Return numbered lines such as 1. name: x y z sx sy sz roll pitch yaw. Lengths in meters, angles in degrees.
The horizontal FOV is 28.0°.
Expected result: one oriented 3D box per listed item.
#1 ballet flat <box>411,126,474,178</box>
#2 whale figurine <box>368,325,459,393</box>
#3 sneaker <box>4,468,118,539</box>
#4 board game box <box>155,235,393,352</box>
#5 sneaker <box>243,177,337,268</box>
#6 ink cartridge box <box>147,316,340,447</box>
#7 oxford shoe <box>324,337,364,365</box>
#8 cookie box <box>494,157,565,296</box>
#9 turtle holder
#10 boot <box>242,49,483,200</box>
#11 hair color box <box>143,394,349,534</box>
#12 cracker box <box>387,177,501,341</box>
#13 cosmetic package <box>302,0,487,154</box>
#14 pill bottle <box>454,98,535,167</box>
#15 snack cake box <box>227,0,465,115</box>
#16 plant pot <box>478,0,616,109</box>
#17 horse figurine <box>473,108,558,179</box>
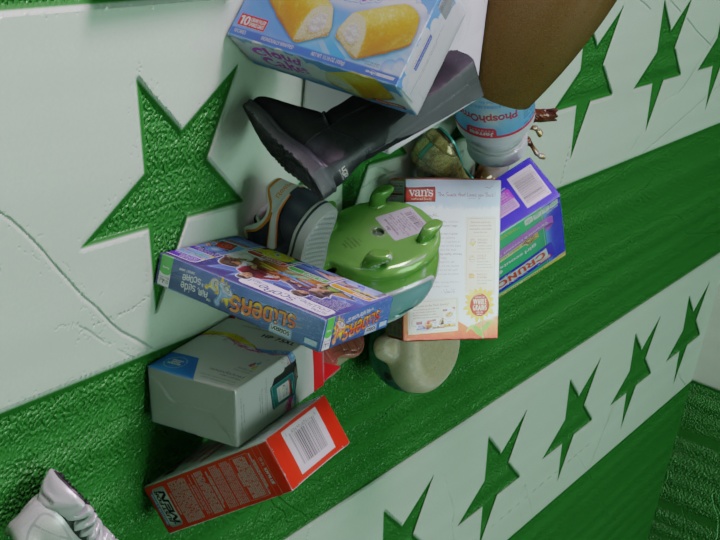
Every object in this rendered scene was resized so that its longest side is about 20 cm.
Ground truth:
1. ballet flat: 0.112 -0.123 1.887 0.071 0.070 0.200 -64 155 -10
2. whale figurine: 0.050 0.063 1.880 0.159 0.103 0.201 -43 120 -39
3. sneaker: -0.281 0.269 1.399 0.081 0.075 0.201 -45 145 -16
4. board game box: -0.085 0.019 1.436 0.135 0.199 0.035 -15 122 -58
5. sneaker: -0.082 -0.025 1.563 0.078 0.079 0.201 -41 163 -37
6. ink cartridge box: -0.118 0.104 1.524 0.200 0.115 0.068 -33 128 -52
7. oxford shoe: -0.055 0.094 1.727 0.074 0.071 0.200 -35 176 23
8. cookie box: 0.188 -0.041 1.958 0.170 0.075 0.200 -33 157 -3
9. turtle holder: 0.011 0.002 1.681 0.186 0.140 0.133 -46 148 -42
10. boot: 0.001 -0.170 1.436 0.199 0.165 0.066 -37 139 -10
11. hair color box: -0.121 0.205 1.515 0.111 0.199 0.064 -34 98 -50
12. cracker box: 0.105 -0.015 1.805 0.133 0.058 0.202 0 94 -21
13. cosmetic package: 0.043 -0.262 1.574 0.199 0.122 0.202 -36 140 -49
14. pill bottle: 0.171 -0.233 1.859 0.109 0.108 0.201 -52 148 -32
15. snack cake box: -0.014 -0.237 1.388 0.116 0.199 0.067 -65 152 -9
16. plant pot: 0.196 -0.296 1.674 0.186 0.186 0.201 -20 137 -57
17. horse figurine: 0.204 -0.151 2.037 0.132 0.050 0.202 12 106 -47
